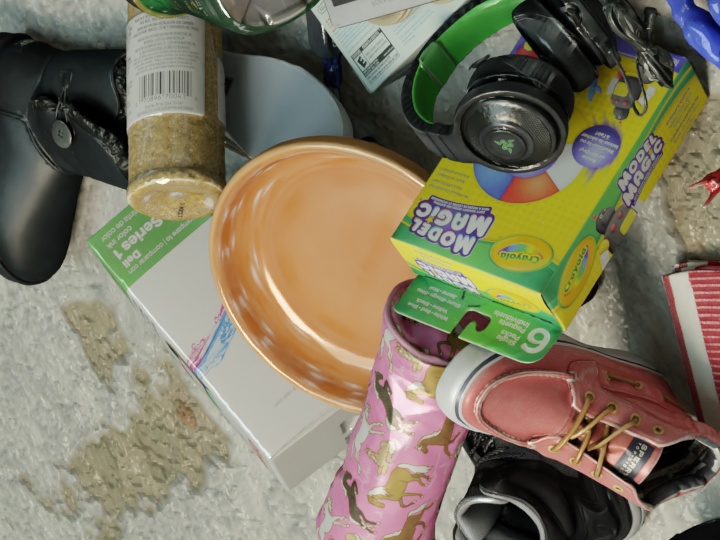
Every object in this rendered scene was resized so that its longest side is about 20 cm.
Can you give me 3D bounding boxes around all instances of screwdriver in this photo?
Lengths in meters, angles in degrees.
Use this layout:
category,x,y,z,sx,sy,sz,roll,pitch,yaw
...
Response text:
category,x,y,z,sx,sy,sz,roll,pitch,yaw
screwdriver,-0.017,-0.107,1.788,0.028,0.029,0.201,15,120,38

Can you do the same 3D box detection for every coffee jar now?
category,x,y,z,sx,sy,sz,roll,pitch,yaw
coffee jar,-0.097,-0.205,1.655,0.200,0.085,0.105,21,135,64

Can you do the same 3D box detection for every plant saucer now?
category,x,y,z,sx,sy,sz,roll,pitch,yaw
plant saucer,0.000,0.000,1.701,0.199,0.037,0.201,13,125,20

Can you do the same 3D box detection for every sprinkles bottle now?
category,x,y,z,sx,sy,sz,roll,pitch,yaw
sprinkles bottle,-0.122,-0.136,1.773,0.068,0.068,0.201,-29,56,48

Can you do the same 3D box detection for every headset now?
category,x,y,z,sx,sy,sz,roll,pitch,yaw
headset,0.099,-0.123,1.542,0.200,0.124,0.094,9,148,47

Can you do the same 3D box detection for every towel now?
category,x,y,z,sx,sy,sz,roll,pitch,yaw
towel,0.277,0.063,1.602,0.199,0.023,0.145,3,115,45

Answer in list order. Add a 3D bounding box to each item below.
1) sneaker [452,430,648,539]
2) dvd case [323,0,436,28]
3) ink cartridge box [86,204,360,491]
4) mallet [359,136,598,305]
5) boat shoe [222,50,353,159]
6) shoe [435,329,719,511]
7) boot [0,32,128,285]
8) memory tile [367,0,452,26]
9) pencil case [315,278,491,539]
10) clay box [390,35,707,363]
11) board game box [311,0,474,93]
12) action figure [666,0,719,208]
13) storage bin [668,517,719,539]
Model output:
category,x,y,z,sx,sy,sz,roll,pitch,yaw
sneaker,0.086,0.116,1.744,0.200,0.114,0.076,42,134,20
dvd case,0.007,-0.252,1.577,0.150,0.025,0.201,-11,102,45
ink cartridge box,-0.086,0.044,1.846,0.200,0.084,0.145,49,174,13
mallet,0.074,-0.033,1.741,0.200,0.066,0.041,46,139,37
boat shoe,-0.070,-0.104,1.811,0.199,0.066,0.070,20,83,39
shoe,0.138,0.089,1.612,0.091,0.200,0.072,43,112,37
boot,-0.205,-0.071,1.951,0.168,0.076,0.201,16,115,42
memory tile,0.018,-0.252,1.596,0.153,0.017,0.201,-18,97,46
pencil case,0.031,0.100,1.667,0.087,0.082,0.201,56,142,40
clay box,0.105,-0.049,1.584,0.115,0.200,0.048,20,158,35
board game box,0.004,-0.235,1.675,0.200,0.064,0.147,55,136,5
action figure,0.199,-0.119,1.527,0.200,0.099,0.065,50,138,8
storage bin,0.254,0.210,1.614,0.200,0.135,0.094,-14,101,47
